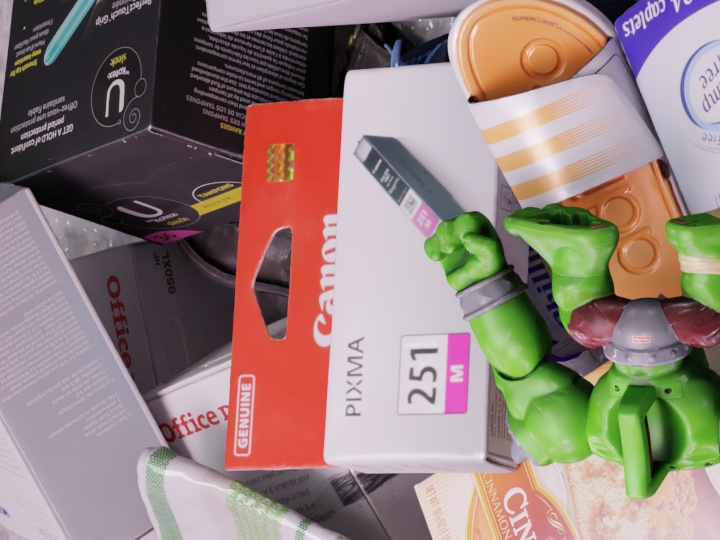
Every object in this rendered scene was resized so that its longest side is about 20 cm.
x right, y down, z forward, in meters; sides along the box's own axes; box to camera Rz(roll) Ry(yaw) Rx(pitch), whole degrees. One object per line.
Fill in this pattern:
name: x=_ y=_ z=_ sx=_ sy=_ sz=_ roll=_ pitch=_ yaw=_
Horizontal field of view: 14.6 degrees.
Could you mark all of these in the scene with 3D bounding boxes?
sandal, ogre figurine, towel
sandal: x=0.115 y=-0.041 z=1.329 sx=0.079 sy=0.059 sz=0.207 roll=-28 pitch=106 yaw=13
ogre figurine: x=0.129 y=0.033 z=1.253 sx=0.199 sy=0.098 sz=0.120 roll=-2 pitch=103 yaw=3
towel: x=-0.027 y=0.178 z=1.468 sx=0.200 sy=0.031 sz=0.149 roll=25 pitch=149 yaw=29

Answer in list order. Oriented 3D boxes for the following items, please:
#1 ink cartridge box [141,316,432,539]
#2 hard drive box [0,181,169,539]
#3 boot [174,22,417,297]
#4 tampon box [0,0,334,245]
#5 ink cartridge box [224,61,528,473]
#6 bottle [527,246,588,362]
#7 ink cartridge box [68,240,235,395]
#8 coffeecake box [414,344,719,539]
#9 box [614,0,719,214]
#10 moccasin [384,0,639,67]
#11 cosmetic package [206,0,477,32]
ink cartridge box: x=-0.013 y=0.124 z=1.534 sx=0.147 sy=0.083 sz=0.200 roll=-23 pitch=99 yaw=50
hard drive box: x=-0.192 y=0.053 z=1.556 sx=0.156 sy=0.077 sz=0.201 roll=12 pitch=132 yaw=64
boot: x=-0.013 y=-0.060 z=1.578 sx=0.200 sy=0.069 sz=0.175 roll=30 pitch=112 yaw=35
tampon box: x=-0.105 y=-0.136 z=1.562 sx=0.150 sy=0.126 sz=0.201 roll=-17 pitch=63 yaw=47
ink cartridge box: x=0.000 y=0.000 z=1.404 sx=0.173 sy=0.044 sz=0.201 roll=-3 pitch=78 yaw=30
bottle: x=0.099 y=0.004 z=1.457 sx=0.200 sy=0.065 sz=0.084 roll=-35 pitch=76 yaw=44
ink cartridge box: x=-0.156 y=0.065 z=1.722 sx=0.200 sy=0.084 sz=0.145 roll=-14 pitch=88 yaw=47
coffeecake box: x=0.142 y=0.126 z=1.347 sx=0.200 sy=0.073 sz=0.154 roll=-35 pitch=58 yaw=26
box: x=0.240 y=-0.071 z=1.270 sx=0.184 sy=0.105 sz=0.201 roll=-35 pitch=72 yaw=44
moccasin: x=0.054 y=-0.099 z=1.452 sx=0.200 sy=0.068 sz=0.081 roll=-29 pitch=82 yaw=28
cosmetic package: x=0.021 y=-0.229 z=1.405 sx=0.123 sy=0.199 sz=0.201 roll=-5 pitch=93 yaw=47
